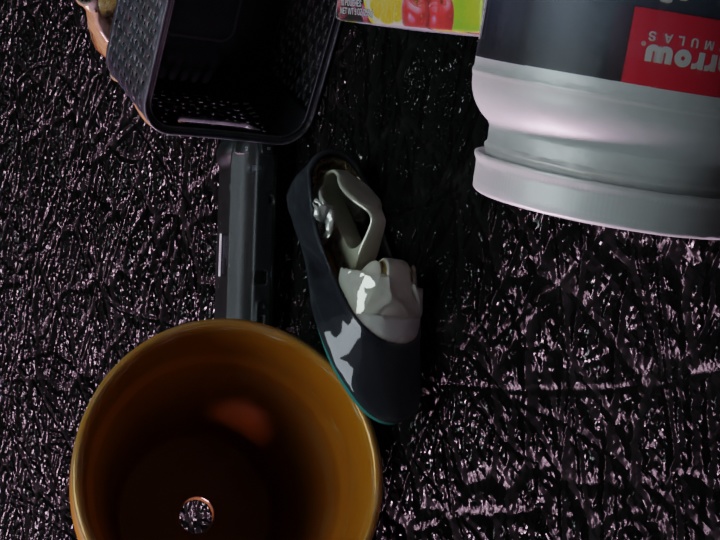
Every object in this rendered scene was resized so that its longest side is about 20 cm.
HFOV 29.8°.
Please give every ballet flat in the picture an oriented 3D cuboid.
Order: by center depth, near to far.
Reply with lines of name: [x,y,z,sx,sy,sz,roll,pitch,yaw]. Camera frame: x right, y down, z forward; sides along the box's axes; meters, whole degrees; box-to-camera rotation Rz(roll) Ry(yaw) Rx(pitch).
ballet flat: [0.000,0.000,0.866,0.073,0.072,0.201,-57,40,40]

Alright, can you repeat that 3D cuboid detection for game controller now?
game controller: [-0.089,-0.012,1.052,0.104,0.042,0.203,-179,91,-73]

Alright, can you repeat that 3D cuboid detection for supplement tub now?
supplement tub: [0.125,-0.125,0.592,0.140,0.139,0.202,25,109,57]

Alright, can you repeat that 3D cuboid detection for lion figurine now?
lion figurine: [-0.192,-0.179,1.189,0.123,0.072,0.202,79,171,-67]

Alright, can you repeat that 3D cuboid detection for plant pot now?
plant pot: [-0.103,0.155,0.930,0.183,0.198,0.202,129,135,-67]

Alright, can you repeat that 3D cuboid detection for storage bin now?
storage bin: [-0.089,-0.203,0.958,0.094,0.134,0.202,49,128,48]

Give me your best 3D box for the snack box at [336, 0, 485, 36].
snack box: [0.050,-0.225,0.697,0.142,0.053,0.202,21,108,56]
